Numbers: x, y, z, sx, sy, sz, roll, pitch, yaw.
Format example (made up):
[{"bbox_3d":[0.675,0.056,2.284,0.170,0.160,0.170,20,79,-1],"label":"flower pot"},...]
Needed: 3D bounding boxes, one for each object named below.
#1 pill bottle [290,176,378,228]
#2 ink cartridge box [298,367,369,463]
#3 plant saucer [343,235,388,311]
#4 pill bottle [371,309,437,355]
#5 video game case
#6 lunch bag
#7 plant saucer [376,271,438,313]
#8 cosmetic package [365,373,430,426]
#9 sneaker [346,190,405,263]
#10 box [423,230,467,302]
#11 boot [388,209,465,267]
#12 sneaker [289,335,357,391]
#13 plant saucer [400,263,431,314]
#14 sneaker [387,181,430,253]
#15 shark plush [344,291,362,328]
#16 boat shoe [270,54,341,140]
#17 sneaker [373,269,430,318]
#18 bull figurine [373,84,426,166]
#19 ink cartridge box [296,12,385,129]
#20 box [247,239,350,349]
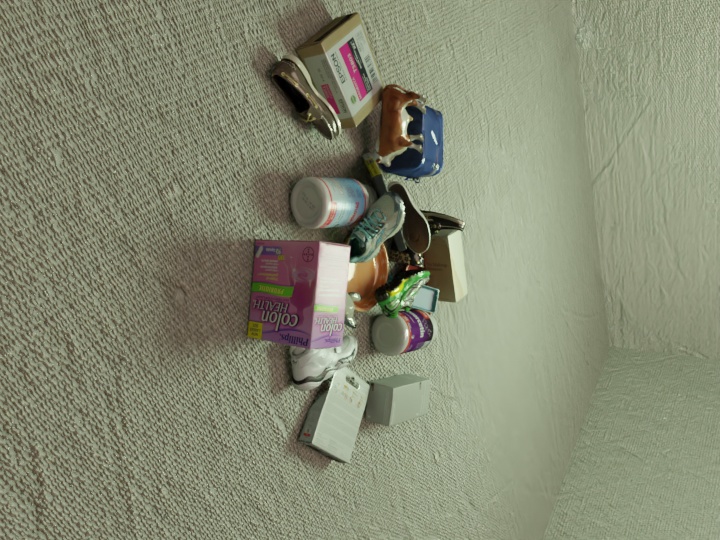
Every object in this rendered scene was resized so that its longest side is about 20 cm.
[{"bbox_3d":[-0.051,-0.151,1.185,0.200,0.108,0.109,-10,101,-51],"label":"pill bottle"},{"bbox_3d":[-0.058,0.339,1.283,0.162,0.050,0.201,46,49,-43],"label":"ink cartridge box"},{"bbox_3d":[0.000,0.000,1.324,0.200,0.037,0.201,-8,101,-52],"label":"plant saucer"},{"bbox_3d":[0.127,0.163,1.442,0.200,0.112,0.113,-2,94,-53],"label":"pill bottle"},{"bbox_3d":[0.057,-0.171,1.301,0.181,0.025,0.201,-106,175,-60],"label":"video game case"},{"bbox_3d":[0.142,-0.329,1.398,0.132,0.135,0.201,-4,96,-52],"label":"lunch bag"},{"bbox_3d":[0.125,0.062,1.448,0.199,0.019,0.070,17,78,-28],"label":"plant saucer"},{"bbox_3d":[0.104,0.348,1.453,0.200,0.090,0.107,1,96,-56],"label":"cosmetic package"},{"bbox_3d":[0.027,-0.087,1.187,0.086,0.078,0.200,-22,149,-51],"label":"sneaker"},{"bbox_3d":[0.242,-0.017,1.535,0.078,0.095,0.201,-29,114,-47],"label":"box"},{"bbox_3d":[0.172,-0.083,1.434,0.073,0.199,0.151,14,86,-88],"label":"boot"},{"bbox_3d":[-0.083,0.172,1.199,0.200,0.075,0.115,-33,122,-42],"label":"sneaker"},{"bbox_3d":[0.185,0.008,1.566,0.200,0.037,0.200,56,51,-39],"label":"plant saucer"},{"bbox_3d":[0.125,-0.142,1.379,0.085,0.073,0.201,-100,167,-71],"label":"sneaker"},{"bbox_3d":[-0.075,0.073,1.198,0.200,0.083,0.091,38,48,-49],"label":"shark plush"},{"bbox_3d":[-0.113,-0.349,1.121,0.060,0.072,0.200,-56,130,-25],"label":"boat shoe"},{"bbox_3d":[0.113,0.055,1.387,0.200,0.078,0.086,-32,111,-38],"label":"sneaker"},{"bbox_3d":[0.093,-0.340,1.284,0.065,0.121,0.201,-74,167,-59],"label":"bull figurine"},{"bbox_3d":[-0.035,-0.447,1.208,0.165,0.075,0.200,-56,134,-35],"label":"ink cartridge box"},{"bbox_3d":[-0.123,0.043,1.054,0.097,0.175,0.201,5,90,-53],"label":"box"}]
